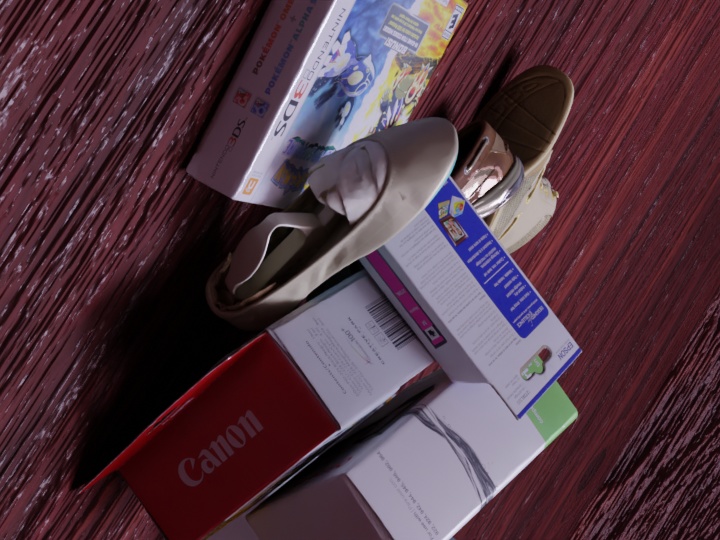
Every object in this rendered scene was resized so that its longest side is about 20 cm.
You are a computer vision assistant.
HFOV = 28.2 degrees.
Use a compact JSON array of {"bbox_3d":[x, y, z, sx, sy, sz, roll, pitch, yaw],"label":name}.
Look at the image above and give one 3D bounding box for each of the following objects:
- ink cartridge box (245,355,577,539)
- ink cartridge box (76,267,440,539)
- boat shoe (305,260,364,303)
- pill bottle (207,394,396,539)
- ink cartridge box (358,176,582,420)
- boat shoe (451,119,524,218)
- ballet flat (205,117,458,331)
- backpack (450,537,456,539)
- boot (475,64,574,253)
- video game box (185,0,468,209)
[{"bbox_3d":[0.037,0.141,1.027,0.200,0.084,0.145,-35,180,-39],"label":"ink cartridge box"},{"bbox_3d":[-0.071,0.106,0.984,0.200,0.084,0.176,-42,172,38],"label":"ink cartridge box"},{"bbox_3d":[0.000,0.000,1.103,0.062,0.073,0.200,-81,-174,-73],"label":"boat shoe"},{"bbox_3d":[-0.043,0.174,1.200,0.200,0.116,0.116,-28,143,-53],"label":"pill bottle"},{"bbox_3d":[0.065,0.005,0.996,0.095,0.200,0.037,-39,-179,-43],"label":"ink cartridge box"},{"bbox_3d":[0.046,-0.051,1.183,0.200,0.076,0.072,-42,121,-19],"label":"boat shoe"},{"bbox_3d":[-0.024,-0.032,0.916,0.200,0.069,0.069,-42,165,18],"label":"ballet flat"},{"bbox_3d":[0.022,0.304,1.496,0.178,0.151,0.200,-35,144,-45],"label":"backpack"},{"bbox_3d":[0.150,-0.096,1.337,0.200,0.073,0.155,-63,159,14],"label":"boot"},{"bbox_3d":[-0.016,-0.126,0.956,0.182,0.047,0.200,-60,160,10],"label":"video game box"}]
